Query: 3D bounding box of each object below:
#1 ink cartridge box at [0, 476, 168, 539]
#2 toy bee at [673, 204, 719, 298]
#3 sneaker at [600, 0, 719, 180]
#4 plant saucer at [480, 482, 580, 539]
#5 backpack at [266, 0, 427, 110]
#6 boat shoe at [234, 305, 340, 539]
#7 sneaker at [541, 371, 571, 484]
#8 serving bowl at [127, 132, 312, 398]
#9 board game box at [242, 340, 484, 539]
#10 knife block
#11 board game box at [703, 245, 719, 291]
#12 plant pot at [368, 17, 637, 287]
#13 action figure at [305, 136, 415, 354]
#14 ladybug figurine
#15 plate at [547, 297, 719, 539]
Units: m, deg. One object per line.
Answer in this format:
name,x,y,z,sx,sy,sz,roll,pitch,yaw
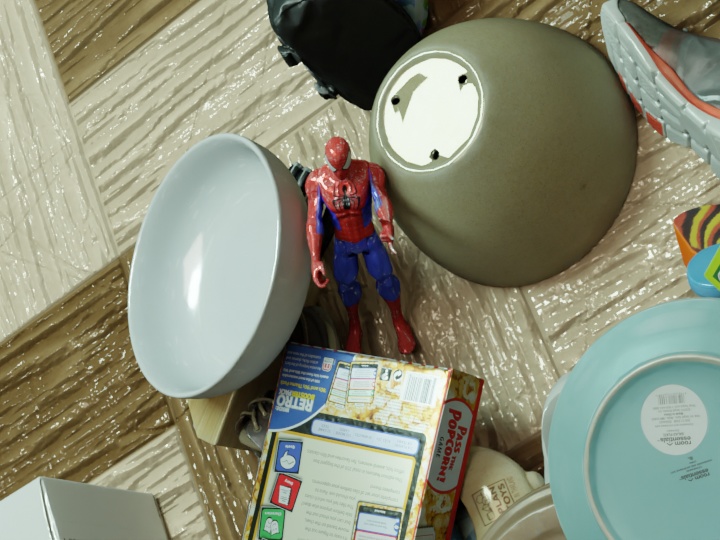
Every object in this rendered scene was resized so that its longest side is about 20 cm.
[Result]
ink cartridge box,-0.271,0.251,1.346,0.199,0.146,0.085,-32,63,23
toy bee,0.269,0.022,1.059,0.108,0.131,0.201,-14,53,10
sneaker,0.247,-0.128,1.148,0.082,0.077,0.200,-34,60,-8
plant saucer,0.145,0.227,1.018,0.199,0.029,0.202,-3,84,28
backpack,-0.022,-0.255,1.299,0.153,0.163,0.201,-37,55,12
boat shoe,-0.056,0.125,1.260,0.074,0.073,0.201,149,125,-71
sneaker,0.160,0.169,1.130,0.076,0.081,0.202,-3,96,0
serving bowl,-0.096,0.001,1.242,0.200,0.066,0.201,-21,63,48
board game box,-0.006,0.160,1.165,0.151,0.046,0.201,8,81,38
knife block,-0.070,0.021,1.313,0.175,0.064,0.201,-29,65,26
board game box,0.315,-0.030,1.002,0.200,0.048,0.102,-38,72,-22
plant pot,0.082,-0.098,1.197,0.199,0.134,0.202,-8,76,32
action figure,0.000,0.000,1.180,0.065,0.201,0.099,-9,39,5
ladybug figurine,0.057,0.203,1.184,0.200,0.072,0.136,-35,62,23
plate,0.197,0.116,0.962,0.199,0.026,0.202,0,91,31
